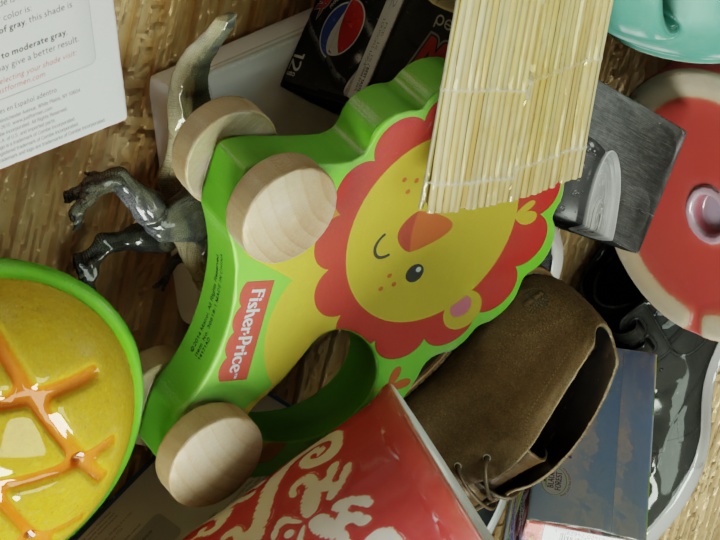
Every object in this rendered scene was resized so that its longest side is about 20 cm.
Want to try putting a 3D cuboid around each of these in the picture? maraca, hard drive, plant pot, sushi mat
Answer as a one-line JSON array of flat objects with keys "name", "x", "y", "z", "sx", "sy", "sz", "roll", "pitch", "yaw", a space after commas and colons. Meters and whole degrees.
[{"name": "maraca", "x": -0.174, "y": 0.083, "z": 1.093, "sx": 0.137, "sy": 0.107, "sz": 0.200, "roll": 25, "pitch": 109, "yaw": -21}, {"name": "hard drive", "x": -0.007, "y": -0.067, "z": 1.221, "sx": 0.200, "sy": 0.026, "sz": 0.132, "roll": -26, "pitch": 128, "yaw": -30}, {"name": "plant pot", "x": 0.233, "y": -0.053, "z": 1.313, "sx": 0.177, "sy": 0.200, "sz": 0.201, "roll": -20, "pitch": 125, "yaw": -39}, {"name": "sushi mat", "x": 0.075, "y": -0.122, "z": 1.074, "sx": 0.095, "sy": 0.012, "sz": 0.201, "roll": -14, "pitch": 122, "yaw": -42}]

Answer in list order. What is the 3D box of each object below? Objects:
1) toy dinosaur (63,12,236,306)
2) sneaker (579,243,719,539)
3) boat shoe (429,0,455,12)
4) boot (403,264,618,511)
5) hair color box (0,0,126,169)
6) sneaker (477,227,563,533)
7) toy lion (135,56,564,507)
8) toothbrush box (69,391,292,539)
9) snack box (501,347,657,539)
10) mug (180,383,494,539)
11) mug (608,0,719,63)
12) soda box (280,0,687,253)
[{"name": "toy dinosaur", "x": -0.086, "y": -0.024, "z": 1.130, "sx": 0.088, "sy": 0.048, "sz": 0.201, "roll": -16, "pitch": 130, "yaw": -10}, {"name": "sneaker", "x": 0.149, "y": 0.057, "z": 1.403, "sx": 0.099, "sy": 0.071, "sz": 0.201, "roll": 15, "pitch": 95, "yaw": -44}, {"name": "boat shoe", "x": 0.084, "y": -0.202, "z": 1.102, "sx": 0.066, "sy": 0.072, "sz": 0.202, "roll": 15, "pitch": 98, "yaw": -58}, {"name": "boot", "x": 0.043, "y": 0.090, "z": 1.195, "sx": 0.200, "sy": 0.075, "sz": 0.074, "roll": -55, "pitch": 142, "yaw": 1}, {"name": "hair color box", "x": -0.163, "y": -0.140, "z": 1.012, "sx": 0.111, "sy": 0.064, "sz": 0.201, "roll": -24, "pitch": 128, "yaw": -30}, {"name": "sneaker", "x": 0.035, "y": 0.060, "z": 1.276, "sx": 0.112, "sy": 0.073, "sz": 0.201, "roll": 1, "pitch": 104, "yaw": -63}, {"name": "toy lion", "x": 0.000, "y": 0.000, "z": 1.131, "sx": 0.191, "sy": 0.069, "sz": 0.201, "roll": -3, "pitch": 122, "yaw": -36}, {"name": "toothbrush box", "x": -0.046, "y": 0.173, "z": 1.271, "sx": 0.146, "sy": 0.085, "sz": 0.200, "roll": -46, "pitch": 134, "yaw": -14}, {"name": "snack box", "x": 0.104, "y": 0.164, "z": 1.332, "sx": 0.169, "sy": 0.067, "sz": 0.201, "roll": -76, "pitch": 175, "yaw": -59}, {"name": "mug", "x": -0.025, "y": 0.173, "z": 1.096, "sx": 0.200, "sy": 0.178, "sz": 0.134, "roll": -32, "pitch": 148, "yaw": 1}, {"name": "mug", "x": 0.152, "y": -0.166, "z": 1.221, "sx": 0.184, "sy": 0.152, "sz": 0.115, "roll": -16, "pitch": 128, "yaw": -31}, {"name": "soda box", "x": 0.062, "y": -0.076, "z": 1.202, "sx": 0.200, "sy": 0.063, "sz": 0.071, "roll": 24, "pitch": 87, "yaw": -39}]
